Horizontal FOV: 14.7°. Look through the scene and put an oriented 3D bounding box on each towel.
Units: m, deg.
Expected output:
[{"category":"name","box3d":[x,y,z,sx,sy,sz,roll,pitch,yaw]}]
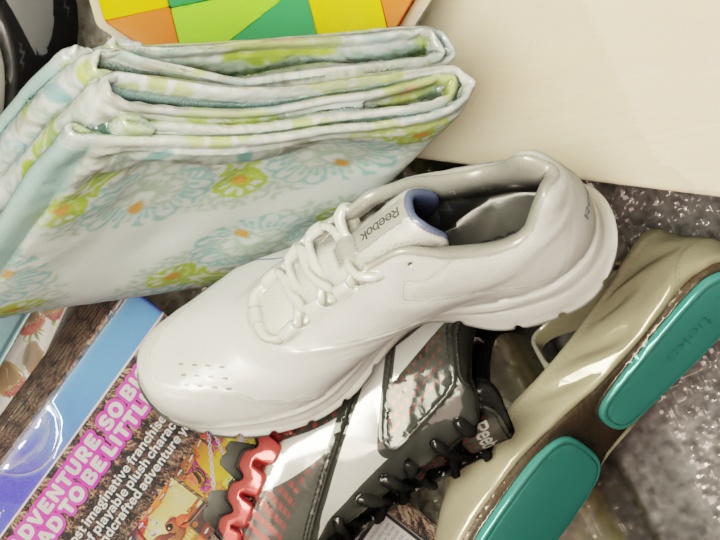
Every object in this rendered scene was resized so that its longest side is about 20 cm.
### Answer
[{"category":"towel","box3d":[-0.070,-0.034,1.078,0.200,0.171,0.048,-39,61,54]}]

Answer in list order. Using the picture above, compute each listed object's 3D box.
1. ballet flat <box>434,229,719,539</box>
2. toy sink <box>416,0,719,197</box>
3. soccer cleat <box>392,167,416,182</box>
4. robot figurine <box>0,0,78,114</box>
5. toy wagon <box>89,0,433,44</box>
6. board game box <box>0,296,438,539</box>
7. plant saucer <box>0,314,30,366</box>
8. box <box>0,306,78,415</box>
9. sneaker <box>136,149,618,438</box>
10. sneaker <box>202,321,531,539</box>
[{"category":"ballet flat","box3d":[0.086,0.060,1.209,0.069,0.069,0.200,43,85,-5]},{"category":"toy sink","box3d":[0.095,-0.115,1.152,0.199,0.112,0.131,7,109,13]},{"category":"soccer cleat","box3d":[-0.006,-0.037,1.224,0.085,0.069,0.200,-21,106,7]},{"category":"robot figurine","box3d":[-0.188,-0.096,1.162,0.150,0.200,0.125,3,108,10]},{"category":"toy wagon","box3d":[-0.017,-0.149,1.087,0.199,0.040,0.156,-10,106,17]},{"category":"board game box","box3d":[-0.080,0.132,1.224,0.200,0.097,0.160,39,76,-11]},{"category":"plant saucer","box3d":[-0.199,0.048,1.242,0.070,0.019,0.200,32,96,13]},{"category":"box","box3d":[-0.141,-0.005,1.269,0.039,0.041,0.200,27,111,1]},{"category":"sneaker","box3d":[0.000,0.000,1.090,0.200,0.087,0.075,-25,64,3]},{"category":"sneaker","box3d":[0.007,0.069,1.152,0.098,0.071,0.201,27,82,15]}]
